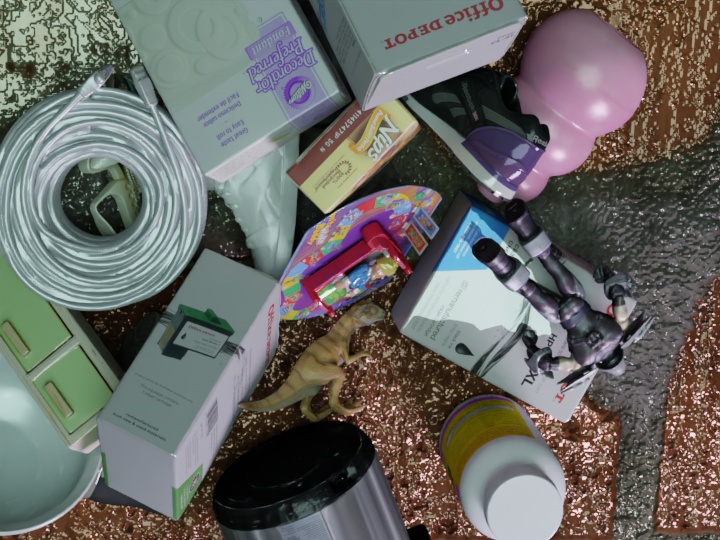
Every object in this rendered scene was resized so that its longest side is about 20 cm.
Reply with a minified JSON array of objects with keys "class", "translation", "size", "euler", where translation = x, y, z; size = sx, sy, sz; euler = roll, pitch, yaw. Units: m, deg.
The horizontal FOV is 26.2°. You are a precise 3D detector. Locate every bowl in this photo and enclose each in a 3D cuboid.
[{"class":"bowl","translation":[-0.351,0.172,1.490],"size":[0.199,0.091,0.203],"euler":[9,58,-16]}]

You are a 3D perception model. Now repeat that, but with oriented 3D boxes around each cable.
[{"class":"cable","translation":[-0.239,-0.067,1.409],"size":[0.199,0.069,0.201],"euler":[-31,104,-2]}]

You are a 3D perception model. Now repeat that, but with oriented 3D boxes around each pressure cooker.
[{"class":"pressure cooker","translation":[-0.040,0.273,1.518],"size":[0.174,0.178,0.202],"euler":[-8,112,39]}]

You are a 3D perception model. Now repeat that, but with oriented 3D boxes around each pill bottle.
[{"class":"pill bottle","translation":[0.141,0.199,1.513],"size":[0.103,0.200,0.106],"euler":[-1,103,-6]}]

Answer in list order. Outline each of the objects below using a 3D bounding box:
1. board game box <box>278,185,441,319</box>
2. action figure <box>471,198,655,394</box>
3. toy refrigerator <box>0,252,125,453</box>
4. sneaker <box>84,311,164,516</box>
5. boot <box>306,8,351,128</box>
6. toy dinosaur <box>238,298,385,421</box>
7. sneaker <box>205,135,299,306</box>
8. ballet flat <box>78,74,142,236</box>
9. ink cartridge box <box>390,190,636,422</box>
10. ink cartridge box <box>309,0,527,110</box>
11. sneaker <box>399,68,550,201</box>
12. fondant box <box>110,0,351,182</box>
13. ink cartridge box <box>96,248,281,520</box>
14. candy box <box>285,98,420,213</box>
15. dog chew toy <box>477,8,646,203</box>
[{"class":"board game box","translation":[0.000,0.000,1.460],"size":[0.157,0.039,0.201],"euler":[-14,150,-35]},{"class":"action figure","translation":[0.194,0.030,1.464],"size":[0.130,0.069,0.200],"euler":[-43,107,-5]},{"class":"toy refrigerator","translation":[-0.294,0.068,1.458],"size":[0.076,0.070,0.201],"euler":[-37,78,-2]},{"class":"sneaker","translation":[-0.203,0.143,1.537],"size":[0.105,0.075,0.202],"euler":[19,102,-21]},{"class":"boot","translation":[-0.013,-0.233,1.414],"size":[0.069,0.132,0.202],"euler":[16,88,-11]},{"class":"toy dinosaur","translation":[-0.050,0.107,1.529],"size":[0.200,0.060,0.107],"euler":[-44,123,-31]},{"class":"sneaker","translation":[-0.117,-0.068,1.494],"size":[0.114,0.074,0.203],"euler":[2,93,-5]},{"class":"ballet flat","translation":[-0.226,-0.081,1.472],"size":[0.075,0.068,0.202],"euler":[-23,108,-25]},{"class":"ink cartridge box","translation":[0.152,0.036,1.536],"size":[0.198,0.084,0.147],"euler":[28,98,-11]},{"class":"ink cartridge box","translation":[0.028,-0.258,1.306],"size":[0.146,0.086,0.202],"euler":[-22,80,-15]},{"class":"sneaker","translation":[0.104,-0.159,1.447],"size":[0.088,0.075,0.200],"euler":[-50,58,15]},{"class":"fondant box","translation":[-0.119,-0.203,1.385],"size":[0.143,0.058,0.201],"euler":[-31,82,7]},{"class":"ink cartridge box","translation":[-0.154,0.104,1.420],"size":[0.084,0.147,0.201],"euler":[24,59,9]},{"class":"candy box","translation":[-0.003,-0.112,1.423],"size":[0.115,0.200,0.055],"euler":[-44,91,5]},{"class":"dog chew toy","translation":[0.182,-0.150,1.483],"size":[0.124,0.125,0.201],"euler":[35,106,-12]}]
